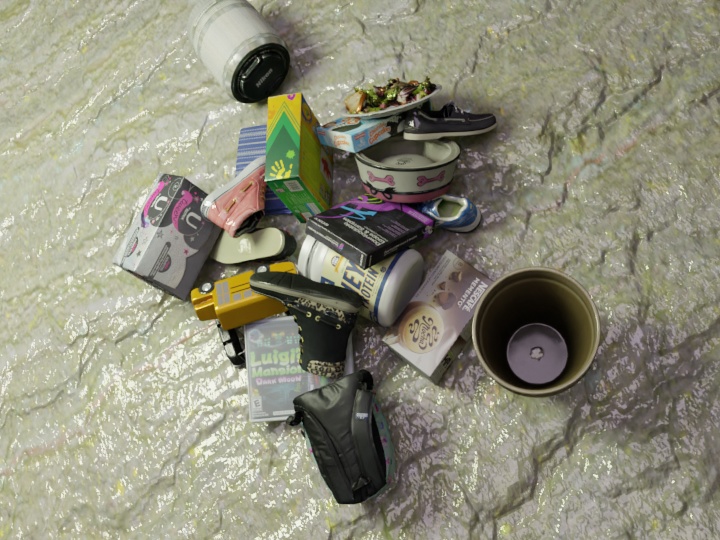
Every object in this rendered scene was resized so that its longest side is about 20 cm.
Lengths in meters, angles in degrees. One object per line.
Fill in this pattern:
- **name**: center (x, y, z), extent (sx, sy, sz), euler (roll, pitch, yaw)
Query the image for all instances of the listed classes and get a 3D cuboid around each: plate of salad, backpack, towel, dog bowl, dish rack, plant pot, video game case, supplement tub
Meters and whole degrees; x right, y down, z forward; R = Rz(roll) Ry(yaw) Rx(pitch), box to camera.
- **plate of salad**: center (0.054, -0.327, 1.431), extent (0.196, 0.201, 0.049), euler (-11, 112, 11)
- **backpack**: center (-0.013, 0.286, 1.301), extent (0.164, 0.126, 0.204), euler (-25, 78, 16)
- **towel**: center (-0.190, -0.207, 1.582), extent (0.141, 0.024, 0.204), euler (-4, 69, 16)
- **dog bowl**: center (0.086, -0.190, 1.424), extent (0.195, 0.075, 0.201), euler (-1, 29, 0)
- **dish rack**: center (-0.186, 0.075, 1.467), extent (0.197, 0.055, 0.156), euler (-25, 69, 3)
- **plant pot**: center (0.288, 0.116, 1.263), extent (0.195, 0.174, 0.205), euler (-4, 71, 13)
- **video game case**: center (-0.109, 0.174, 1.395), extent (0.195, 0.023, 0.186), euler (-5, 83, 5)
- **supplement tub**: center (0.000, 0.000, 1.393), extent (0.197, 0.145, 0.147), euler (23, 78, 20)

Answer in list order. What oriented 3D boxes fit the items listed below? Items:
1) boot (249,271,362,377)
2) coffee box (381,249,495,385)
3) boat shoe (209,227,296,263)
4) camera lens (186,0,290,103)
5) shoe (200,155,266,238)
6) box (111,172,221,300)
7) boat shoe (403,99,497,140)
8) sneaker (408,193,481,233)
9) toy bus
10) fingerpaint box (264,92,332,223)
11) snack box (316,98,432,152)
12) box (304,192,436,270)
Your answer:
- **boot**: center (-0.104, 0.093, 1.332), extent (0.199, 0.074, 0.157), euler (13, 111, 7)
- **coffee box**: center (0.144, 0.083, 1.362), extent (0.112, 0.080, 0.201), euler (35, 83, 23)
- **boat shoe**: center (-0.217, -0.048, 1.512), extent (0.197, 0.063, 0.076), euler (-1, 82, 29)
- **camera lens**: center (-0.252, -0.462, 1.606), extent (0.159, 0.160, 0.201), euler (-39, 67, -1)
- **shoe**: center (-0.208, -0.141, 1.489), extent (0.091, 0.072, 0.200), euler (38, 53, 13)
- **box**: center (-0.366, -0.068, 1.498), extent (0.114, 0.132, 0.203), euler (12, 73, 48)
- **boat shoe**: center (0.171, -0.285, 1.445), extent (0.196, 0.072, 0.064), euler (-11, 108, -21)
- **sneaker**: center (0.124, -0.114, 1.436), extent (0.195, 0.077, 0.077), euler (-2, 73, 17)
- **toy bus**: center (-0.203, 0.049, 1.398), extent (0.196, 0.066, 0.079), euler (-17, 46, -3)
- **fingerpaint box**: center (-0.114, -0.208, 1.462), extent (0.072, 0.200, 0.171), euler (-5, 71, 14)
- **snack box**: center (0.028, -0.282, 1.466), extent (0.198, 0.038, 0.115), euler (-30, 31, -28)
- **box**: center (0.020, -0.077, 1.347), extent (0.142, 0.037, 0.199), euler (31, 40, 29)
